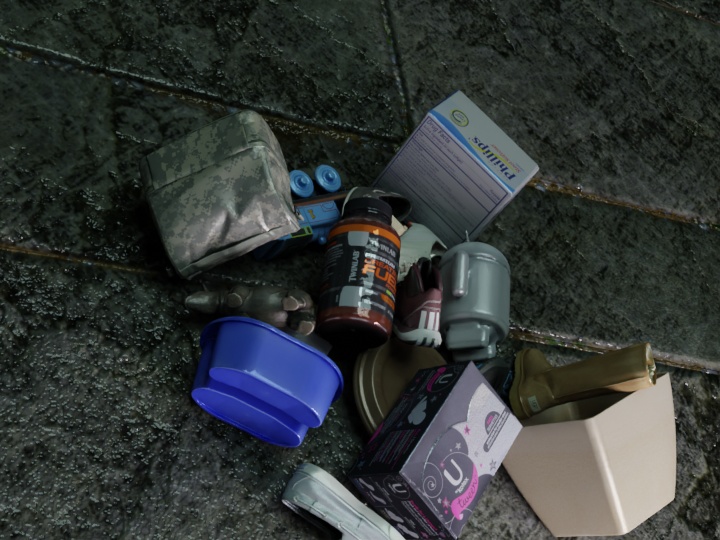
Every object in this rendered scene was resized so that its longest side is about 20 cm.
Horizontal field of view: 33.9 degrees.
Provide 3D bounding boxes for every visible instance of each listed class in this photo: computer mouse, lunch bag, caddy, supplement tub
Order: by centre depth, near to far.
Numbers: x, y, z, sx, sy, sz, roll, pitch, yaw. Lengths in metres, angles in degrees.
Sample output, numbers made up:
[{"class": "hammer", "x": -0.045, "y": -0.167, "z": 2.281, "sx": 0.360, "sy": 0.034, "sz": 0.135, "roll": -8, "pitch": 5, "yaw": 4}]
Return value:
[{"class": "caddy", "x": -0.120, "y": 0.135, "z": 1.519, "sx": 0.199, "sy": 0.141, "sz": 0.105, "roll": 29, "pitch": 49, "yaw": -13}, {"class": "lunch bag", "x": -0.189, "y": -0.094, "z": 1.609, "sx": 0.199, "sy": 0.139, "sz": 0.168, "roll": -22, "pitch": 61, "yaw": 6}, {"class": "supplement tub", "x": 0.000, "y": 0.000, "z": 1.635, "sx": 0.106, "sy": 0.107, "sz": 0.201, "roll": 18, "pitch": 61, "yaw": -21}, {"class": "computer mouse", "x": -0.071, "y": 0.088, "z": 1.643, "sx": 0.199, "sy": 0.044, "sz": 0.110, "roll": 19, "pitch": 66, "yaw": -18}]

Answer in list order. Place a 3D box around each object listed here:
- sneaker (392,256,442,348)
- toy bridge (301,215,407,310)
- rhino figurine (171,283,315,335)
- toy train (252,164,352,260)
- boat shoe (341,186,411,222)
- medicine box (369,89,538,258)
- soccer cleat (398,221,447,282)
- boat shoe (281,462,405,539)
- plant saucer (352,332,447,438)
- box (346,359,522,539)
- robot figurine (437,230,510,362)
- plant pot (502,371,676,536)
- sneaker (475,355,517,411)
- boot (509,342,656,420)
[{"class": "sneaker", "x": 0.071, "y": 0.033, "z": 1.676, "sx": 0.075, "sy": 0.116, "sz": 0.200, "roll": 8, "pitch": 9, "yaw": -25}, {"class": "toy bridge", "x": -0.003, "y": -0.001, "z": 1.715, "sx": 0.200, "sy": 0.027, "sz": 0.067, "roll": -41, "pitch": 83, "yaw": -16}, {"class": "rhino figurine", "x": -0.154, "y": 0.048, "z": 1.574, "sx": 0.199, "sy": 0.060, "sz": 0.087, "roll": 5, "pitch": 9, "yaw": 4}, {"class": "toy train", "x": -0.090, "y": -0.085, "z": 1.752, "sx": 0.199, "sy": 0.087, "sz": 0.115, "roll": -13, "pitch": 73, "yaw": -42}, {"class": "boat shoe", "x": 0.026, "y": -0.094, "z": 1.792, "sx": 0.057, "sy": 0.067, "sz": 0.200, "roll": 5, "pitch": 10, "yaw": 18}, {"class": "medicine box", "x": 0.146, "y": -0.146, "z": 1.866, "sx": 0.182, "sy": 0.200, "sz": 0.103, "roll": 44, "pitch": 45, "yaw": 4}, {"class": "soccer cleat", "x": 0.065, "y": -0.013, "z": 1.801, "sx": 0.077, "sy": 0.070, "sz": 0.200, "roll": 31, "pitch": 39, "yaw": 15}, {"class": "boat shoe", "x": -0.017, "y": 0.331, "z": 1.497, "sx": 0.201, "sy": 0.070, "sz": 0.072, "roll": 40, "pitch": 64, "yaw": -2}, {"class": "plant saucer", "x": 0.073, "y": 0.177, "z": 1.662, "sx": 0.199, "sy": 0.029, "sz": 0.201, "roll": 21, "pitch": 56, "yaw": -34}, {"class": "box", "x": 0.102, "y": 0.238, "z": 1.556, "sx": 0.132, "sy": 0.114, "sz": 0.200, "roll": 51, "pitch": 55, "yaw": -18}, {"class": "robot figurine", "x": 0.170, "y": 0.040, "z": 1.791, "sx": 0.112, "sy": 0.170, "sz": 0.201, "roll": -4, "pitch": 56, "yaw": 16}, {"class": "plant pot", "x": 0.334, "y": 0.269, "z": 1.677, "sx": 0.199, "sy": 0.200, "sz": 0.178, "roll": -20, "pitch": 92, "yaw": -41}, {"class": "sneaker", "x": 0.197, "y": 0.172, "z": 1.718, "sx": 0.200, "sy": 0.073, "sz": 0.082, "roll": -2, "pitch": 66, "yaw": -58}, {"class": "boot", "x": 0.321, "y": 0.143, "z": 1.687, "sx": 0.066, "sy": 0.199, "sz": 0.175, "roll": 63, "pitch": 22, "yaw": -19}]
